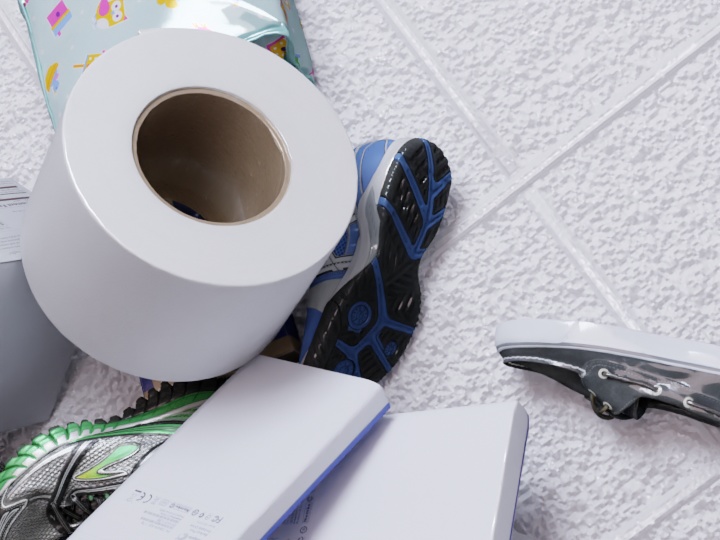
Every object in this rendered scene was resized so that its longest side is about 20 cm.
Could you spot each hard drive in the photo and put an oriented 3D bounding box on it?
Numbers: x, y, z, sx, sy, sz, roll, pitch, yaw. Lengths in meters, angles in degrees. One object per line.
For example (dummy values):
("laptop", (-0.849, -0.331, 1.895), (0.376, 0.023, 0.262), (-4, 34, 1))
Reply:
("hard drive", (-0.089, 0.136, 1.281), (0.132, 0.025, 0.200), (10, 45, 46))
("hard drive", (0.006, 0.155, 1.275), (0.200, 0.025, 0.132), (-9, 50, 28))

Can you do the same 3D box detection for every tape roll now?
("tape roll", (-0.118, -0.043, 1.321), (0.203, 0.139, 0.203), (11, 57, -16))

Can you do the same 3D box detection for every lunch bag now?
("lunch bag", (-0.151, -0.185, 1.457), (0.200, 0.122, 0.170), (-20, 65, 6))

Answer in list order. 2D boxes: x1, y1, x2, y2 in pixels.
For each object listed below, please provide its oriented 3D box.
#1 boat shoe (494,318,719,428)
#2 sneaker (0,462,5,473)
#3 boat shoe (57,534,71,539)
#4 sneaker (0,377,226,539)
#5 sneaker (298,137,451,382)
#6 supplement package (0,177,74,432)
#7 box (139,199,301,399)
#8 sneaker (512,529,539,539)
("boat shoe", (0.181, 0.072, 1.290), (0.200, 0.069, 0.057), (9, 78, 20))
("sneaker", (-0.322, 0.150, 1.423), (0.199, 0.114, 0.076), (1, 45, 20))
("boat shoe", (-0.223, 0.225, 1.410), (0.200, 0.073, 0.063), (-19, 26, 20))
("sneaker", (-0.169, 0.145, 1.361), (0.200, 0.078, 0.085), (-26, 51, -7))
("sneaker", (0.000, 0.000, 1.386), (0.077, 0.076, 0.200), (16, 82, 50))
("supplement package", (-0.300, 0.033, 1.382), (0.111, 0.200, 0.156), (32, 112, 26))
("box", (-0.124, -0.007, 1.446), (0.121, 0.032, 0.200), (-22, 67, 13))
("sneaker", (0.053, 0.170, 1.307), (0.200, 0.070, 0.080), (7, 74, 23))
